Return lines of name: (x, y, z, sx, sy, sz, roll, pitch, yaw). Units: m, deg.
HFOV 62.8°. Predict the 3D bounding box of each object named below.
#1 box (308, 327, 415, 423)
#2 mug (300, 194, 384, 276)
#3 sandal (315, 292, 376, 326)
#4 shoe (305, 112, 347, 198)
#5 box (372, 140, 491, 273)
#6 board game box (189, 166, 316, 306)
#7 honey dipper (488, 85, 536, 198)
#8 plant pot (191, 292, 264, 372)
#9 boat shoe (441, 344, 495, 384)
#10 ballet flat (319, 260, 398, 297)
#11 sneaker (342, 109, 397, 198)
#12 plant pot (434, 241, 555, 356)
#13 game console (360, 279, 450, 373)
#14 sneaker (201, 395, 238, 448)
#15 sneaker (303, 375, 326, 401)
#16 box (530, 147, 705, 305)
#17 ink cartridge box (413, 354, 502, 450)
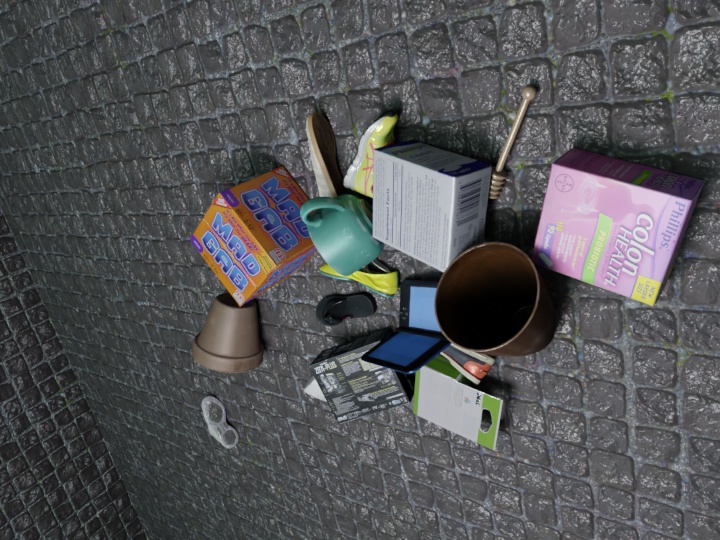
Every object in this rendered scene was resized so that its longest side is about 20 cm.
box: (0.008, 0.248, 1.386, 0.200, 0.086, 0.164, -23, 99, 24)
mug: (-0.026, -0.081, 1.200, 0.114, 0.185, 0.152, -32, 80, 16)
sandal: (-0.049, 0.095, 1.416, 0.200, 0.048, 0.075, -19, 101, 44)
shoe: (-0.082, -0.230, 1.241, 0.053, 0.070, 0.201, -2, 115, 32)
box: (0.124, -0.123, 1.078, 0.200, 0.105, 0.184, 29, 131, 40)
board game box: (-0.229, -0.079, 1.361, 0.200, 0.200, 0.200, 52, 136, 4)
honey dipper: (0.249, -0.215, 0.993, 0.038, 0.038, 0.200, 32, 130, 23)
plant pot: (-0.358, 0.163, 1.639, 0.200, 0.200, 0.175, 23, 111, 29)
boat shoe: (0.190, 0.153, 1.237, 0.200, 0.071, 0.063, 39, 98, 34)
ballet flat: (0.000, 0.000, 1.319, 0.200, 0.067, 0.067, 19, 104, 28)
sneaker: (0.040, -0.222, 1.149, 0.090, 0.078, 0.200, 36, 139, 8)
plant pot: (0.260, 0.074, 1.029, 0.187, 0.200, 0.187, -18, 59, 33)
game console: (0.095, 0.103, 1.170, 0.200, 0.118, 0.171, 1, 89, 60)
sneaker: (-0.504, 0.524, 2.035, 0.099, 0.078, 0.201, -9, 107, 47)
sneaker: (-0.066, 0.283, 1.537, 0.088, 0.075, 0.200, 37, 136, -7)
box: (0.389, -0.071, 0.913, 0.200, 0.097, 0.176, 23, 127, 28)
ink cartridge box: (0.219, 0.276, 1.274, 0.200, 0.076, 0.148, 20, 125, 30)
